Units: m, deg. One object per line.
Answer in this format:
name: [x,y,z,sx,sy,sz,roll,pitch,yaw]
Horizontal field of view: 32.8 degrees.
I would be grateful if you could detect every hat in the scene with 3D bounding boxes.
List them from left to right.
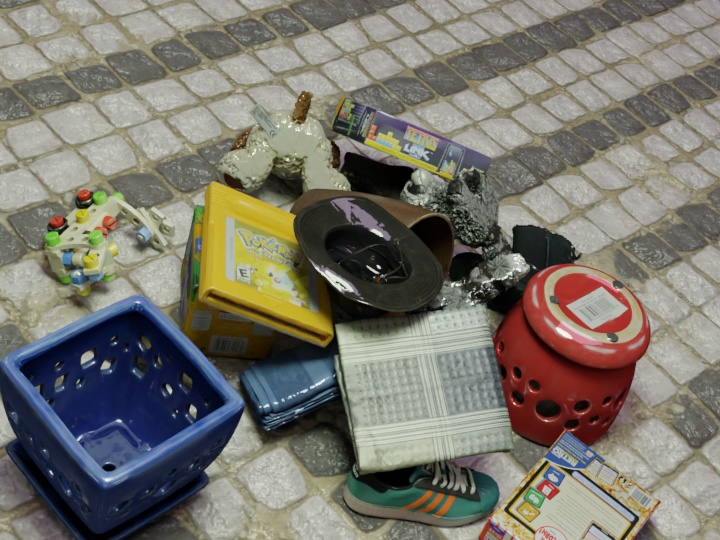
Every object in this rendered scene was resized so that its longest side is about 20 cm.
hat: [0.000,0.000,1.514,0.198,0.081,0.202,15,40,-13]

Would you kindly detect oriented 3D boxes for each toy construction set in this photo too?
toy construction set: [-0.340,-0.047,1.624,0.130,0.093,0.200,10,27,27]

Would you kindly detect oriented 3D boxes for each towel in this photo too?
towel: [-0.048,0.125,1.534,0.198,0.049,0.112,-25,34,-9]
towel: [0.072,0.140,1.464,0.197,0.035,0.195,-6,66,-10]

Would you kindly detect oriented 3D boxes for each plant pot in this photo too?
plant pot: [-0.270,0.178,1.345,0.199,0.181,0.200,-27,60,-40]
plant pot: [-0.003,-0.032,1.692,0.199,0.189,0.186,29,41,31]
plant pot: [0.276,0.104,1.636,0.198,0.184,0.202,10,40,-9]

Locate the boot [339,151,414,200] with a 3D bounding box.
boot: [0.017,-0.108,1.850,0.137,0.078,0.200,18,28,5]

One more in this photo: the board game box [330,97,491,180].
board game box: [0.072,-0.188,1.811,0.198,0.057,0.165,20,5,-24]

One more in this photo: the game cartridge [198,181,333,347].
game cartridge: [-0.115,-0.011,1.523,0.175,0.033,0.201,22,39,-23]

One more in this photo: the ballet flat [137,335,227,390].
ballet flat: [-0.255,0.101,1.533,0.198,0.047,0.068,27,41,8]

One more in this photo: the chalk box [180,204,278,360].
chalk box: [-0.170,0.001,1.614,0.123,0.125,0.201,7,43,-15]

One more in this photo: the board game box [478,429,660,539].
board game box: [0.261,0.307,1.513,0.151,0.047,0.200,37,44,18]

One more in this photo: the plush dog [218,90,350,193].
plush dog: [-0.108,-0.188,1.830,0.197,0.163,0.172,10,6,-9]

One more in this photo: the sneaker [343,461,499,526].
sneaker: [0.082,0.255,1.472,0.197,0.080,0.072,4,43,-17]

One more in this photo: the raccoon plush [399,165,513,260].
raccoon plush: [0.125,-0.053,1.725,0.096,0.133,0.203,-7,80,-51]

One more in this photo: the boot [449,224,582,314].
boot: [0.233,-0.010,1.820,0.196,0.074,0.163,25,43,-4]

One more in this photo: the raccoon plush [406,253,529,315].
raccoon plush: [0.141,0.076,1.602,0.198,0.134,0.098,-20,57,-1]
